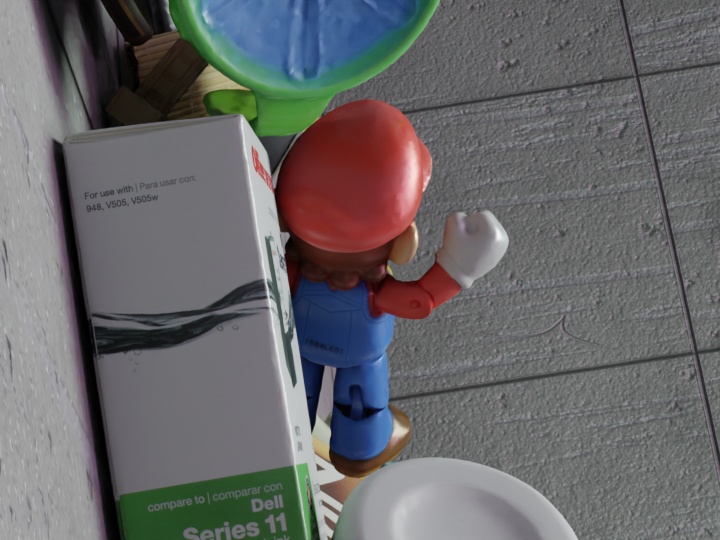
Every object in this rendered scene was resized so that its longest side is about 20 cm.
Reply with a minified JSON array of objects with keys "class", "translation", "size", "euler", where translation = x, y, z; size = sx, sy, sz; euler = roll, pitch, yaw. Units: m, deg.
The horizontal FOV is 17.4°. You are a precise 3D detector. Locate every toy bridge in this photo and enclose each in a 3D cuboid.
[{"class":"toy bridge","translation":[-0.062,-0.147,1.190],"size":[0.200,0.027,0.067],"euler":[-54,178,1]}]

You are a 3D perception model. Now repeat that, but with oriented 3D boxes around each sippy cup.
[{"class":"sippy cup","translation":[-0.044,-0.162,1.076],"size":[0.139,0.178,0.130],"euler":[36,4,-33]}]

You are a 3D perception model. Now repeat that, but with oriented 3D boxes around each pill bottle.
[{"class":"pill bottle","translation":[0.023,0.191,1.051],"size":[0.113,0.111,0.201],"euler":[-96,-162,-53]}]

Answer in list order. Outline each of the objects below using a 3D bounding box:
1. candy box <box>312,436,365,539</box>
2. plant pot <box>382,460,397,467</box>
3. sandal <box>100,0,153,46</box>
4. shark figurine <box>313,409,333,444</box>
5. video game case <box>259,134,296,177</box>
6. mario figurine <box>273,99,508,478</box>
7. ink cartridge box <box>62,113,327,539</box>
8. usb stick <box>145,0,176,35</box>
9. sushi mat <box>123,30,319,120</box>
[{"class":"candy box","translation":[-0.030,0.173,1.217],"size":[0.116,0.056,0.201],"euler":[32,33,-30]},{"class":"plant pot","translation":[0.011,0.200,1.412],"size":[0.196,0.199,0.202],"euler":[50,30,-69]},{"class":"sandal","translation":[-0.119,-0.208,1.143],"size":[0.082,0.054,0.201],"euler":[-87,169,-79]},{"class":"shark figurine","translation":[-0.050,0.110,1.797],"size":[0.215,0.127,0.090],"euler":[64,-29,17]},{"class":"video game case","translation":[-0.051,-0.060,1.222],"size":[0.201,0.022,0.182],"euler":[-58,-178,6]},{"class":"mario figurine","translation":[0.000,0.000,1.191],"size":[0.106,0.123,0.201],"euler":[-119,-149,-49]},{"class":"ink cartridge box","translation":[-0.070,0.039,1.053],"size":[0.147,0.082,0.201],"euler":[59,22,-86]},{"class":"usb stick","translation":[-0.115,-0.170,1.312],"size":[0.055,0.032,0.201],"euler":[-40,122,-66]},{"class":"sushi mat","translation":[-0.074,-0.094,1.333],"size":[0.200,0.012,0.096],"euler":[-25,112,-61]}]
